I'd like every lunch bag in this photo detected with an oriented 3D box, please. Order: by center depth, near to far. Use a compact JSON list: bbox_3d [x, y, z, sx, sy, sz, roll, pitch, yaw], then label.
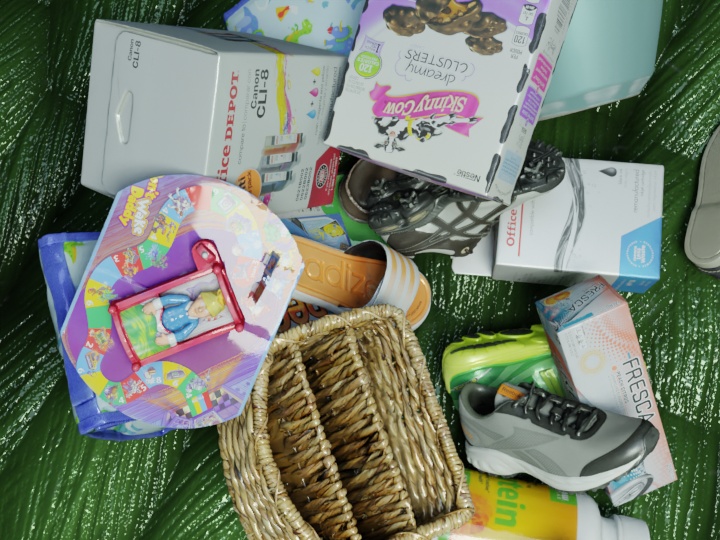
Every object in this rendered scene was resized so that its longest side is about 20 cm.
[{"bbox_3d":[-0.208,0.060,0.829,0.126,0.200,0.172,-23,76,16],"label":"lunch bag"},{"bbox_3d":[-0.024,-0.227,0.927,0.198,0.127,0.172,-25,78,2],"label":"lunch bag"}]

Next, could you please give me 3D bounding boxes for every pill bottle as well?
[{"bbox_3d":[0.154,0.249,0.826,0.197,0.111,0.113,10,79,6],"label":"pill bottle"}]

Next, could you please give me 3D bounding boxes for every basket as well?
[{"bbox_3d":[-0.023,0.143,0.761,0.148,0.142,0.202,-29,71,37],"label":"basket"}]

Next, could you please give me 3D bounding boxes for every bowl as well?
[{"bbox_3d":[0.208,-0.211,0.892,0.198,0.201,0.106,-15,98,1],"label":"bowl"}]

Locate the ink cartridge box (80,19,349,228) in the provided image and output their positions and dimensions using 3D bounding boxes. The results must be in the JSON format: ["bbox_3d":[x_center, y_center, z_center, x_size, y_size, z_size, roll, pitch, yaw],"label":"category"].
[{"bbox_3d":[-0.124,-0.134,0.811,0.143,0.199,0.147,20,110,28],"label":"ink cartridge box"}]

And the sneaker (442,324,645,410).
[{"bbox_3d":[0.177,0.101,0.886,0.197,0.074,0.085,-3,107,-2],"label":"sneaker"}]

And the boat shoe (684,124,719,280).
[{"bbox_3d":[0.385,-0.083,0.917,0.062,0.072,0.202,34,73,-33],"label":"boat shoe"}]

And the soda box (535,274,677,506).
[{"bbox_3d":[0.223,0.110,0.821,0.068,0.064,0.202,-23,113,1],"label":"soda box"}]

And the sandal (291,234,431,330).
[{"bbox_3d":[0.000,0.008,0.858,0.205,0.059,0.080,16,62,-35],"label":"sandal"}]

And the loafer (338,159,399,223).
[{"bbox_3d":[0.061,-0.124,0.925,0.199,0.071,0.073,-37,82,-6],"label":"loafer"}]

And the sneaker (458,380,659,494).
[{"bbox_3d":[0.159,0.136,0.777,0.074,0.199,0.080,-36,110,-38],"label":"sneaker"}]

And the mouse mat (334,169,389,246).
[{"bbox_3d":[-0.061,-0.016,0.948,0.197,0.008,0.163,-11,78,2],"label":"mouse mat"}]

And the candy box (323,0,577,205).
[{"bbox_3d":[0.078,-0.179,0.791,0.166,0.071,0.203,20,96,25],"label":"candy box"}]

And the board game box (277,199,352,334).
[{"bbox_3d":[-0.081,0.004,0.858,0.034,0.199,0.137,-31,76,42],"label":"board game box"}]

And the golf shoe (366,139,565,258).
[{"bbox_3d":[0.107,-0.065,0.870,0.198,0.095,0.078,-12,46,26],"label":"golf shoe"}]

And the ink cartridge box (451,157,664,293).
[{"bbox_3d":[0.194,-0.048,0.906,0.197,0.067,0.118,5,79,5],"label":"ink cartridge box"}]

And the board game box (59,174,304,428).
[{"bbox_3d":[-0.138,0.027,0.697,0.156,0.039,0.202,24,93,-11],"label":"board game box"}]
